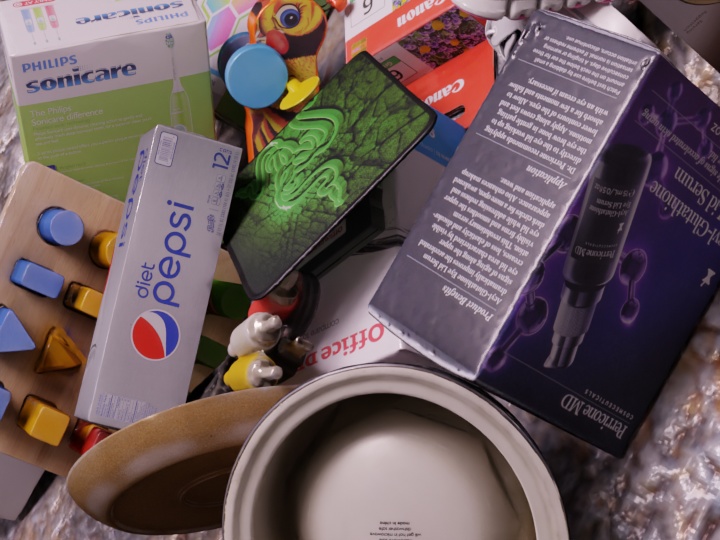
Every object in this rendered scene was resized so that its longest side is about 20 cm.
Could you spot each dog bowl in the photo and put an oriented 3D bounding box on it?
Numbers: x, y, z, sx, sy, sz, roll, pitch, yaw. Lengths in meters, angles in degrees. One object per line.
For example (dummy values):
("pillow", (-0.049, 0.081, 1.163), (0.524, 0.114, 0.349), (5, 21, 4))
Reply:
("dog bowl", (0.024, 0.146, 0.845), (0.197, 0.074, 0.203), (2, 98, 13))

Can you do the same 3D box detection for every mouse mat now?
("mouse mat", (-0.031, -0.068, 0.976), (0.161, 0.008, 0.200), (-45, 23, 4))

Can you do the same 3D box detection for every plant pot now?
("plant pot", (-0.087, 0.128, 0.947), (0.199, 0.199, 0.028), (-33, 61, 30))

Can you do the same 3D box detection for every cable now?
("cable", (-0.085, 0.057, 0.963), (0.199, 0.050, 0.098), (-32, 38, 50))

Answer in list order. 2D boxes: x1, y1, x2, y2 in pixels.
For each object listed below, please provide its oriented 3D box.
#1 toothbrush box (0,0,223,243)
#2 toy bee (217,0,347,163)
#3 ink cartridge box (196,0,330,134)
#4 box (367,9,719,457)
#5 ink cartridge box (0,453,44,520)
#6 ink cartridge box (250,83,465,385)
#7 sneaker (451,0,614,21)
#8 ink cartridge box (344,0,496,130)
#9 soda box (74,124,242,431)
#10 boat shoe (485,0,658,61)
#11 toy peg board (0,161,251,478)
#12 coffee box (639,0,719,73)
("toothbrush box", (-0.188, -0.109, 1.138), (0.144, 0.202, 0.086), (-13, 41, -13))
("toy bee", (-0.054, -0.162, 1.111), (0.107, 0.202, 0.132), (-18, 43, -5))
("ink cartridge box", (-0.081, -0.220, 1.230), (0.103, 0.059, 0.202), (29, 91, 50))
("box", (0.123, -0.019, 0.843), (0.104, 0.147, 0.202), (31, 93, 49))
("ink cartridge box", (-0.370, 0.116, 1.232), (0.083, 0.198, 0.147), (-56, 41, 21))
("ink cartridge box", (0.000, 0.000, 1.006), (0.144, 0.084, 0.203), (-27, 53, 37))
("sneaker", (0.147, -0.217, 0.910), (0.197, 0.088, 0.074), (-14, 45, -7))
("ink cartridge box", (0.042, -0.187, 1.091), (0.108, 0.050, 0.202), (-25, 52, 35))
("soda box", (-0.137, 0.009, 1.003), (0.068, 0.063, 0.203), (174, 109, -72))
("boat shoe", (0.119, -0.167, 0.994), (0.069, 0.072, 0.200), (-51, 51, 8))
("toy peg board", (-0.182, 0.053, 1.064), (0.098, 0.197, 0.202), (6, 72, 67))
("coffee box", (0.190, -0.203, 0.832), (0.113, 0.199, 0.080), (-44, 40, 20))
